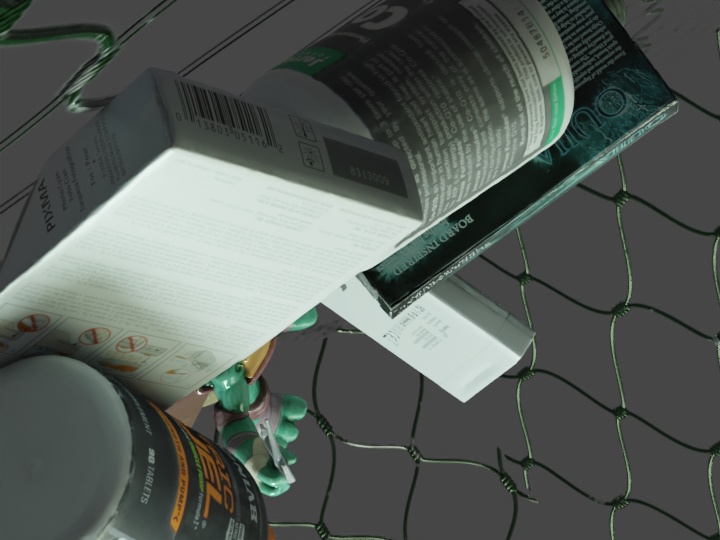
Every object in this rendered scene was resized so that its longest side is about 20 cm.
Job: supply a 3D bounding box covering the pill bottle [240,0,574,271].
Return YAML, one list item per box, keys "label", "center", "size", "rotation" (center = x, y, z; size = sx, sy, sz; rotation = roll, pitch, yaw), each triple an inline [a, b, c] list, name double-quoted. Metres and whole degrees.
- label: "pill bottle"
  center: [0.006, -0.069, 1.419]
  size: [0.200, 0.113, 0.113]
  rotation: [-34, 176, -32]

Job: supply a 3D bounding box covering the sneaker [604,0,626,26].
- label: "sneaker"
  center: [0.094, -0.126, 1.891]
  size: [0.114, 0.076, 0.199]
  rotation: [-31, 171, -36]

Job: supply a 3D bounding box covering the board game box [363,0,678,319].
- label: "board game box"
  center: [0.058, -0.085, 1.528]
  size: [0.200, 0.136, 0.028]
  rotation: [-35, 168, -3]

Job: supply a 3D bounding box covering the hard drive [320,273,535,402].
- label: "hard drive"
  center: [0.000, 0.000, 1.613]
  size: [0.027, 0.200, 0.132]
  rotation: [-56, -177, -18]

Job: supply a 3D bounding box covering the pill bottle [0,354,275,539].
- label: "pill bottle"
  center: [-0.111, 0.118, 1.323]
  size: [0.106, 0.106, 0.200]
  rotation: [-36, 151, 8]

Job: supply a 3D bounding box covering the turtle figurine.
- label: "turtle figurine"
  center: [-0.053, 0.037, 1.469]
  size: [0.200, 0.100, 0.150]
  rotation: [95, 19, -82]

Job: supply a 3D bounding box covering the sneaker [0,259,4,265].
- label: "sneaker"
  center: [-0.140, 0.024, 1.343]
  size: [0.200, 0.075, 0.084]
  rotation: [-37, 142, 20]

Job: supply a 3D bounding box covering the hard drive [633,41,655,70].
- label: "hard drive"
  center: [0.098, -0.066, 1.687]
  size: [0.200, 0.038, 0.140]
  rotation: [-35, 173, 8]

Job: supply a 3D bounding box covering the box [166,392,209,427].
- label: "box"
  center: [-0.159, 0.084, 1.632]
  size: [0.075, 0.100, 0.200]
  rotation: [-26, 159, -33]

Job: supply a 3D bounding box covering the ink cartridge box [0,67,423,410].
- label: "ink cartridge box"
  center: [-0.094, -0.005, 1.267]
  size: [0.160, 0.047, 0.200]
  rotation: [15, 140, -44]

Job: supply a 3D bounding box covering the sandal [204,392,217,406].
- label: "sandal"
  center: [-0.138, 0.053, 1.785]
  size: [0.211, 0.077, 0.070]
  rotation: [-31, -150, 47]
